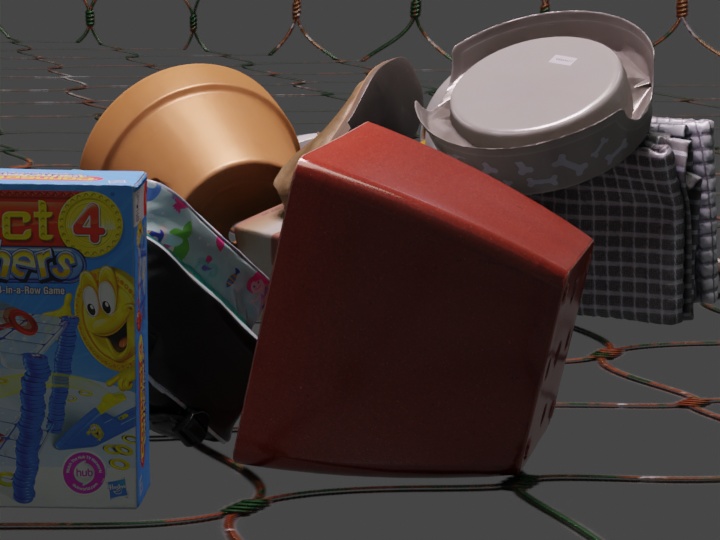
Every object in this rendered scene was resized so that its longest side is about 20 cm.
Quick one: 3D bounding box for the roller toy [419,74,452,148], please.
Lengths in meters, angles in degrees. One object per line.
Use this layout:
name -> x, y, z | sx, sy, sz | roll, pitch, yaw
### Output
roller toy -> 0.152, -0.121, 2.225 | 0.182, 0.200, 0.140 | 29, 7, -11

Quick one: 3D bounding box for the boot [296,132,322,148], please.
boot -> -0.086, -0.126, 2.514 | 0.200, 0.073, 0.090 | -4, 17, -19

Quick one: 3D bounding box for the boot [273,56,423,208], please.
boot -> -0.010, -0.115, 1.859 | 0.075, 0.074, 0.200 | -12, 27, 35

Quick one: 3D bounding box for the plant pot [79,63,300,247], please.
plant pot -> -0.126, -0.060, 1.921 | 0.200, 0.200, 0.140 | -5, 29, -26

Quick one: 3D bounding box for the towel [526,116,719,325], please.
towel -> 0.197, -0.044, 1.870 | 0.200, 0.166, 0.086 | 7, 16, 34

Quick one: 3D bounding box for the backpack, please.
backpack -> -0.170, 0.023, 1.479 | 0.200, 0.151, 0.178 | 2, -32, 43

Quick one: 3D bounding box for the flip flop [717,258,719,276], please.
flip flop -> 0.373, -0.019, 2.020 | 0.200, 0.058, 0.081 | -7, 13, -35

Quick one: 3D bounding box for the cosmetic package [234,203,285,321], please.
cosmetic package -> 0.000, 0.000, 1.784 | 0.103, 0.087, 0.200 | -24, 23, -35

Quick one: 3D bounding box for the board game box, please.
board game box -> -0.227, 0.039, 1.328 | 0.200, 0.196, 0.056 | 0, 11, 1

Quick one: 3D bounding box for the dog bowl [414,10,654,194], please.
dog bowl -> 0.147, -0.135, 1.820 | 0.200, 0.059, 0.200 | -11, 35, 8

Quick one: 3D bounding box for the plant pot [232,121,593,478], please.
plant pot -> 0.045, 0.032, 1.441 | 0.176, 0.200, 0.200 | 16, 14, 10
